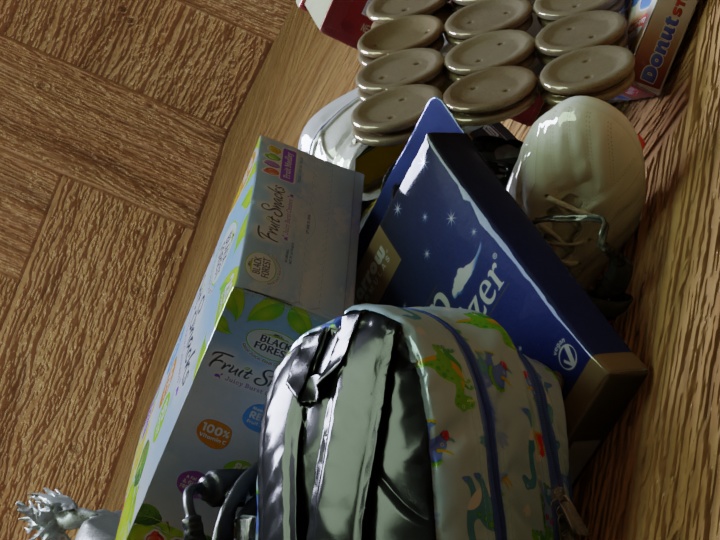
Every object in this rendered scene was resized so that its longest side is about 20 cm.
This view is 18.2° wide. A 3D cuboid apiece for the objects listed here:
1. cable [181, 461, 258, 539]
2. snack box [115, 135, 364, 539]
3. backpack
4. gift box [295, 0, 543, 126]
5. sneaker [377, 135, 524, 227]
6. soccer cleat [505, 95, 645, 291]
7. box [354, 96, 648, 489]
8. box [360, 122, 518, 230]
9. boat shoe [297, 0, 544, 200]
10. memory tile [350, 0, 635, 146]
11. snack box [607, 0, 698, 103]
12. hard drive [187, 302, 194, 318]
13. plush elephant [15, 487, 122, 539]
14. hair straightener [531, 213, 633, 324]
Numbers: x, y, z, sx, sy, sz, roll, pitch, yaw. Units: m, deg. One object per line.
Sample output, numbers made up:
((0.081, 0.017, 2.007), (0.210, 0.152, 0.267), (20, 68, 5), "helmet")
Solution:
((-0.022, 0.185, 1.075), (0.051, 0.163, 0.201), (-7, 92, 45), "cable")
((-0.064, 0.057, 1.157), (0.169, 0.067, 0.201), (-86, 19, -62), "snack box")
((0.020, 0.114, 0.987), (0.163, 0.153, 0.201), (-22, 80, 54), "backpack")
((0.052, -0.203, 1.512), (0.201, 0.184, 0.187), (-60, 12, 10), "gift box")
((0.065, -0.022, 1.239), (0.200, 0.074, 0.081), (-16, -61, -62), "sneaker")
((0.091, -0.007, 1.137), (0.078, 0.069, 0.200), (-51, -11, -37), "soccer cleat")
((0.050, 0.022, 1.085), (0.200, 0.032, 0.121), (56, 133, 36), "box")
((0.000, 0.000, 1.387), (0.200, 0.048, 0.159), (-44, 9, 45), "box")
((0.058, -0.106, 1.298), (0.200, 0.071, 0.070), (-35, 30, -16), "boat shoe")
((0.071, -0.122, 1.214), (0.200, 0.152, 0.017), (-83, -20, -61), "memory tile")
((0.147, -0.131, 1.264), (0.200, 0.024, 0.072), (-167, 101, -82), "snack box")
((-0.032, -0.039, 1.414), (0.135, 0.042, 0.200), (-42, 11, 52), "hard drive")
((-0.140, 0.230, 1.338), (0.164, 0.199, 0.156), (-3, -76, -52), "plush elephant")
((0.070, 0.046, 1.108), (0.041, 0.077, 0.200), (-36, -22, -53), "hair straightener")
